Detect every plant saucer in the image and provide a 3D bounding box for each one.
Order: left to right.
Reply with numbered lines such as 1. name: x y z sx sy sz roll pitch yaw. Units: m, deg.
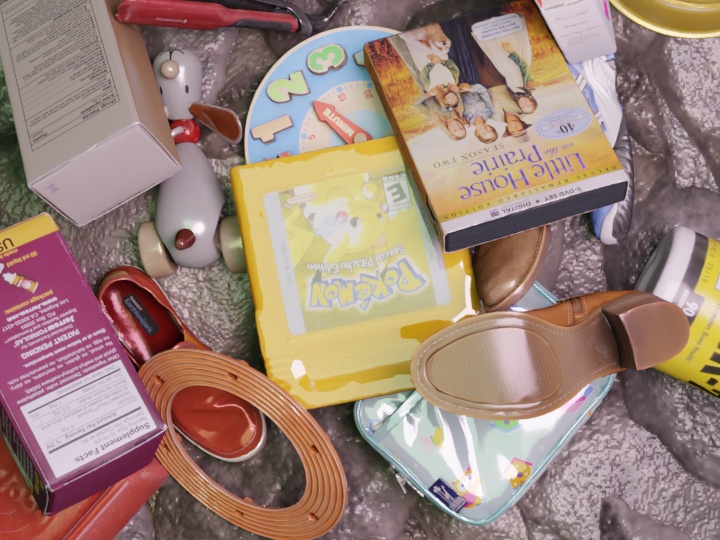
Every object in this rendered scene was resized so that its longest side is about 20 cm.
1. plant saucer: -0.300 0.179 1.062 0.200 0.037 0.200 42 92 3

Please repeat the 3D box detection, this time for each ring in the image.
1. ring: -0.096 0.139 0.998 0.200 0.200 0.019 37 47 3

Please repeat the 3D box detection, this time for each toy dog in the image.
1. toy dog: -0.151 -0.082 1.028 0.132 0.096 0.200 -29 88 2

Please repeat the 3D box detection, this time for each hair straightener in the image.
1. hair straightener: -0.105 -0.236 1.022 0.200 0.041 0.077 -2 69 -23

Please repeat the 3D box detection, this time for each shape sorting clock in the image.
1. shape sorting clock: 0.002 -0.107 1.049 0.200 0.039 0.200 0 89 3

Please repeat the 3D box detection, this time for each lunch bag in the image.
1. lunch bag: 0.095 0.099 1.017 0.160 0.077 0.200 42 86 3

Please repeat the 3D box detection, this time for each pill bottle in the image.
1. pill bottle: 0.317 0.054 0.990 0.200 0.114 0.114 24 90 4

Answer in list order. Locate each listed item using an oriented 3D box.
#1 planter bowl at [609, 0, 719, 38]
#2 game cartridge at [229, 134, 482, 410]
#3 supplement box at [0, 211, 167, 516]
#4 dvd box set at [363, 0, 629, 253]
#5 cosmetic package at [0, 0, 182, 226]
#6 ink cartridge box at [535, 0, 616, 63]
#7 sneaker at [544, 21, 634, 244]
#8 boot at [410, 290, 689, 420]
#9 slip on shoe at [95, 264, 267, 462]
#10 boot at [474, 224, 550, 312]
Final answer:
1. planter bowl: 0.283 -0.297 1.015 0.200 0.083 0.201 0 89 3
2. game cartridge: 0.000 0.000 0.979 0.176 0.032 0.200 -12 81 1
3. supplement box: -0.249 0.077 0.988 0.103 0.131 0.200 -26 79 -23
4. dvd box set: 0.099 -0.116 0.957 0.146 0.029 0.200 -16 57 -5
5. cosmetic package: -0.221 -0.146 0.996 0.105 0.071 0.200 -27 56 10
6. ink cartridge box: 0.143 -0.285 0.951 0.043 0.174 0.200 -12 68 19
7. sneaker: 0.181 -0.116 1.028 0.077 0.076 0.200 -11 79 9
8. boot: 0.124 0.058 0.904 0.200 0.155 0.074 -8 91 -8
9. slip on shoe: -0.154 0.080 1.043 0.074 0.061 0.200 -38 90 0
10. boot: 0.101 -0.046 0.969 0.075 0.200 0.074 38 125 -23
